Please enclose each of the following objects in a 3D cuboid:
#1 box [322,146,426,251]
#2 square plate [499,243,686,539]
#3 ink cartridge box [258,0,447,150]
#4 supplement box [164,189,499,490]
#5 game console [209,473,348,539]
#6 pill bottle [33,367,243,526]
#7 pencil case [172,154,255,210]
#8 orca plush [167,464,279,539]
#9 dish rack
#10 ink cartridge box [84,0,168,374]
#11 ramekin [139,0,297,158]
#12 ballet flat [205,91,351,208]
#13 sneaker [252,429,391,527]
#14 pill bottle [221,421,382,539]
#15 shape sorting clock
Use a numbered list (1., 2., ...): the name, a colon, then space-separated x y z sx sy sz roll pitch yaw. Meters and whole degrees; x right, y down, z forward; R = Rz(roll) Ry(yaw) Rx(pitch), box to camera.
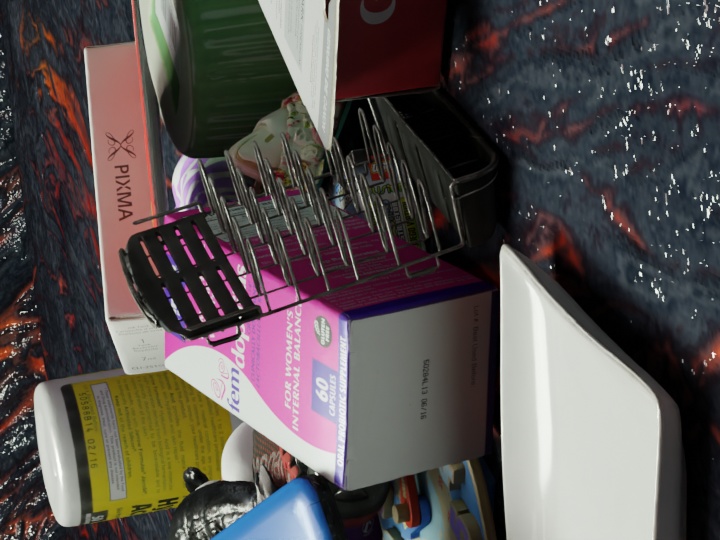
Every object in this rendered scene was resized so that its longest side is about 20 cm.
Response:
1. box: 0.000 0.000 1.431 0.200 0.035 0.110 133 126 -72
2. square plate: 0.112 0.110 1.081 0.198 0.028 0.201 -131 34 -63
3. ink cartridge box: 0.000 -0.194 1.209 0.176 0.084 0.200 -113 19 -43
4. supplement box: -0.021 0.034 1.287 0.200 0.103 0.102 29 123 52
5. game console: -0.004 0.214 1.291 0.200 0.118 0.171 -40 65 52
6. pill bottle: -0.138 0.122 1.711 0.111 0.199 0.112 171 90 -76
7. pencil case: -0.089 -0.013 1.545 0.084 0.085 0.200 46 -162 -29
8. orca plush: -0.090 0.180 1.397 0.105 0.071 0.200 58 159 -7
9. dish rack: -0.033 -0.032 1.226 0.153 0.199 0.055 -126 19 -61
10. ink cartridge box: -0.149 -0.059 1.456 0.176 0.045 0.201 87 176 -65
11. ramekin: -0.087 -0.170 1.531 0.200 0.097 0.201 171 90 -76
12. ballet flat: -0.061 -0.042 1.416 0.076 0.064 0.201 -14 56 71
13. sneaker: -0.023 0.119 1.373 0.200 0.071 0.098 -126 35 -67
14. pill bottle: -0.036 0.196 1.540 0.113 0.112 0.201 -119 24 -53
15. shape sorting clock: 0.039 0.143 1.362 0.200 0.039 0.201 171 90 -76
